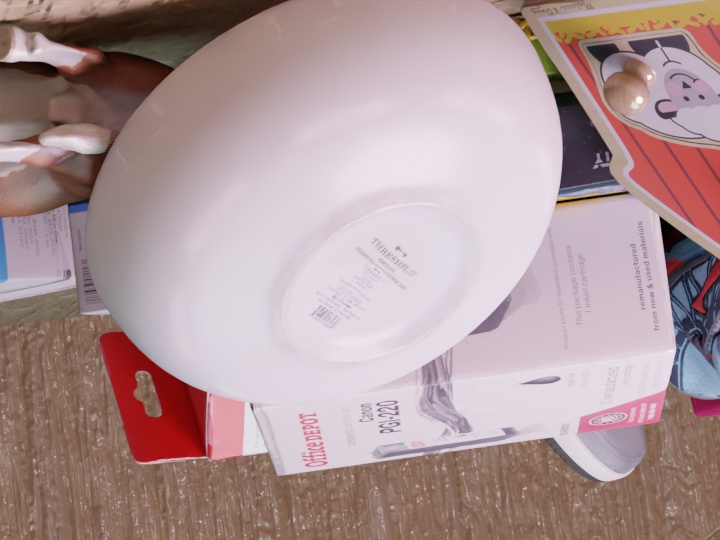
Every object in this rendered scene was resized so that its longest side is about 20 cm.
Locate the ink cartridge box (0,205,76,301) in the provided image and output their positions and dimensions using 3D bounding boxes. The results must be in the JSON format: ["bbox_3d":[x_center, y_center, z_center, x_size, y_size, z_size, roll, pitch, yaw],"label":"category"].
[{"bbox_3d":[-0.214,-0.018,1.501,0.116,0.067,0.200,-10,176,27],"label":"ink cartridge box"}]

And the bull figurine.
[{"bbox_3d":[-0.159,-0.049,1.065,0.200,0.065,0.121,-15,167,30],"label":"bull figurine"}]

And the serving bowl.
[{"bbox_3d":[-0.004,-0.015,1.042,0.200,0.066,0.200,-17,139,-15],"label":"serving bowl"}]

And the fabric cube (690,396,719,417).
[{"bbox_3d":[0.319,-0.024,1.599,0.200,0.197,0.199,-6,175,-25],"label":"fabric cube"}]

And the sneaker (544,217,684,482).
[{"bbox_3d":[0.140,0.018,1.415,0.121,0.200,0.084,-12,-155,34],"label":"sneaker"}]

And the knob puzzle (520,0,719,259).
[{"bbox_3d":[0.174,-0.038,1.066,0.220,0.220,0.030,-12,-143,52],"label":"knob puzzle"}]

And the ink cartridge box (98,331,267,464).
[{"bbox_3d":[-0.042,0.039,1.515,0.200,0.067,0.116,-7,-138,-14],"label":"ink cartridge box"}]

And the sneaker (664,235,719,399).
[{"bbox_3d":[0.180,0.025,1.267,0.079,0.096,0.200,21,151,-3],"label":"sneaker"}]

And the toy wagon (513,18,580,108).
[{"bbox_3d":[0.071,-0.086,1.246,0.155,0.040,0.200,-8,177,2],"label":"toy wagon"}]

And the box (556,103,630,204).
[{"bbox_3d":[0.073,-0.047,1.242,0.200,0.038,0.137,-10,176,24],"label":"box"}]

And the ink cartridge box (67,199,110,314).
[{"bbox_3d":[-0.089,-0.028,1.336,0.039,0.100,0.200,-9,176,21],"label":"ink cartridge box"}]

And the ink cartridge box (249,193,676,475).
[{"bbox_3d":[0.044,0.033,1.274,0.200,0.085,0.146,-6,163,1],"label":"ink cartridge box"}]
